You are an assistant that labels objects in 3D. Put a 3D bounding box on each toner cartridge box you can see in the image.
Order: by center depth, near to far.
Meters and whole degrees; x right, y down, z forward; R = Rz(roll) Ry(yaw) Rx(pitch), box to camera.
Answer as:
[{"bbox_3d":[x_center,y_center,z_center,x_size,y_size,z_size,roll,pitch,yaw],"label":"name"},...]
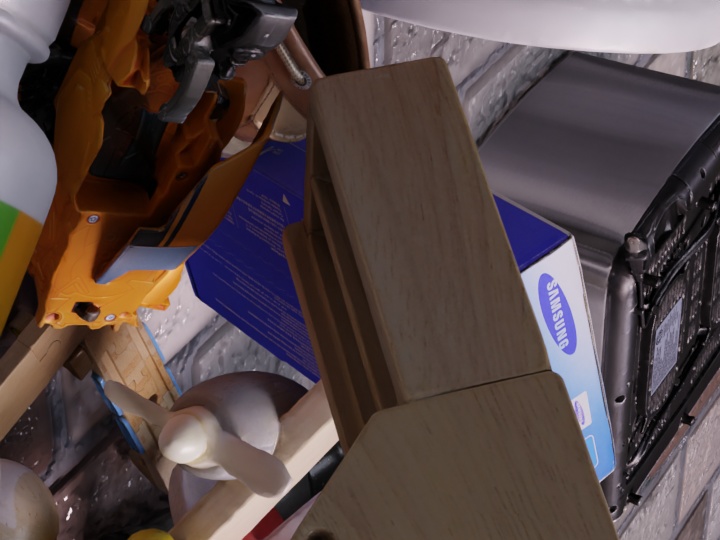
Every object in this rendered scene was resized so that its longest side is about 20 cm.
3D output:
[{"bbox_3d":[0.000,0.000,0.691,0.043,0.200,0.096,-32,129,-22],"label":"toner cartridge box"}]

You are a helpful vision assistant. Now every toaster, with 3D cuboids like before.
[{"bbox_3d":[0.126,-0.001,1.067,0.181,0.118,0.201,-48,147,-42],"label":"toaster"}]

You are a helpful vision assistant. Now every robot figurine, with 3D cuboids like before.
[{"bbox_3d":[-0.052,-0.084,0.561,0.058,0.146,0.200,2,140,-31],"label":"robot figurine"}]

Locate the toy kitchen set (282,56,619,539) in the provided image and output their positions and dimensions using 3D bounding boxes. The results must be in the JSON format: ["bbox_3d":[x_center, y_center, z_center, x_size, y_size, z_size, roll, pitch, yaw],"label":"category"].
[{"bbox_3d":[-0.053,0.080,0.544,0.164,0.198,0.182,96,-20,-58],"label":"toy kitchen set"}]

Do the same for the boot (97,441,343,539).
[{"bbox_3d":[-0.064,0.162,0.872,0.130,0.067,0.201,-35,135,-38],"label":"boot"}]

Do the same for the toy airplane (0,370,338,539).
[{"bbox_3d":[-0.080,0.108,0.683,0.200,0.141,0.199,-52,-173,-18],"label":"toy airplane"}]

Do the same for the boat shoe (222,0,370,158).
[{"bbox_3d":[-0.039,-0.136,0.636,0.076,0.071,0.202,-39,120,-51],"label":"boat shoe"}]

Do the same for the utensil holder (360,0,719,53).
[{"bbox_3d":[0.069,-0.198,0.760,0.170,0.169,0.202,-23,124,-59],"label":"utensil holder"}]

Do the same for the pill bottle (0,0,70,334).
[{"bbox_3d":[-0.143,-0.002,0.513,0.111,0.110,0.202,32,77,-65],"label":"pill bottle"}]

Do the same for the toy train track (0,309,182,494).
[{"bbox_3d":[-0.094,0.023,0.724,0.115,0.032,0.200,-52,154,-19],"label":"toy train track"}]
